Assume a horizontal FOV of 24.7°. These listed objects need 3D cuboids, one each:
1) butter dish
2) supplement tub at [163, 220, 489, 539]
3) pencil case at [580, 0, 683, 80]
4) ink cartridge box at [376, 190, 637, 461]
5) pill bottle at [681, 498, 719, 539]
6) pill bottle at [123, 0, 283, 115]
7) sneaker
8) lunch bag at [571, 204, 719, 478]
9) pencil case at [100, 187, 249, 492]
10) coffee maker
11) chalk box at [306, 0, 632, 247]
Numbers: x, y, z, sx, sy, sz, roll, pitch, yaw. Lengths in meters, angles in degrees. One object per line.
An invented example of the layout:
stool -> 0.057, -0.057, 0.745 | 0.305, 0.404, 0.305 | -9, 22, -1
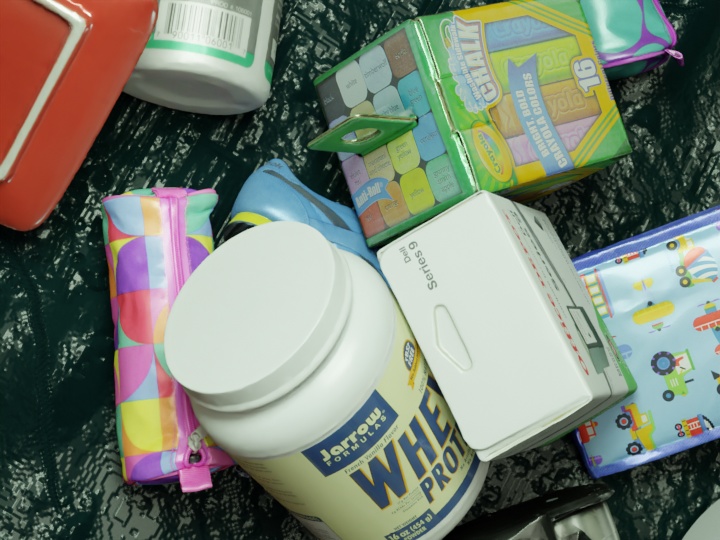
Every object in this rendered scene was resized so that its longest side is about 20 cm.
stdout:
butter dish -> -0.240, -0.165, 1.058 | 0.198, 0.148, 0.201 | 30, 118, -9
supplement tub -> -0.019, 0.077, 1.035 | 0.146, 0.144, 0.200 | -54, 133, -15
pencil case -> 0.174, -0.239, 1.196 | 0.091, 0.085, 0.203 | -9, 85, 14
ink cartridge box -> 0.100, 0.037, 1.066 | 0.084, 0.200, 0.147 | -30, 80, 14
pill bottle -> 0.318, 0.252, 1.154 | 0.200, 0.114, 0.115 | 43, 75, -6
pill bottle -> -0.102, -0.216, 1.108 | 0.112, 0.113, 0.203 | 11, 80, -13
sneaker -> 0.000, 0.000, 1.132 | 0.199, 0.066, 0.079 | 39, 55, -13
lunch bag -> 0.216, 0.050, 1.176 | 0.198, 0.094, 0.152 | -19, 89, -5
pencil case -> -0.124, 0.045, 1.083 | 0.087, 0.088, 0.203 | -6, 83, -15
coffee maker -> 0.111, 0.267, 1.105 | 0.190, 0.135, 0.202 | -20, 86, 7
chalk box -> 0.059, -0.097, 1.096 | 0.199, 0.124, 0.125 | -17, 87, -37
